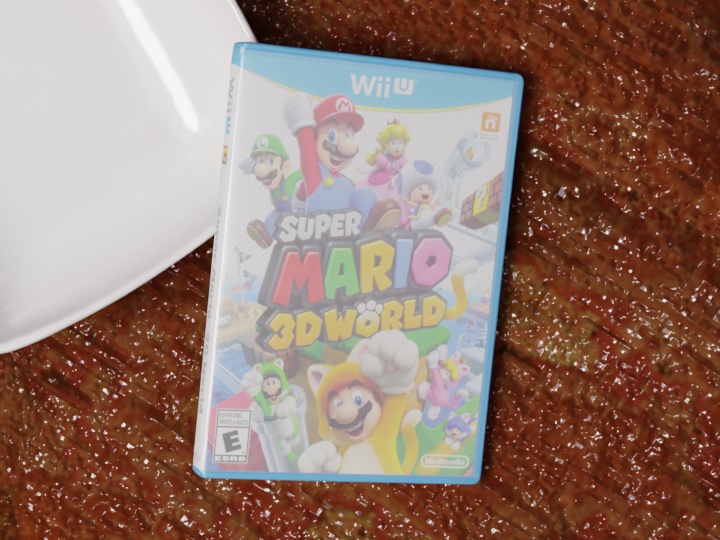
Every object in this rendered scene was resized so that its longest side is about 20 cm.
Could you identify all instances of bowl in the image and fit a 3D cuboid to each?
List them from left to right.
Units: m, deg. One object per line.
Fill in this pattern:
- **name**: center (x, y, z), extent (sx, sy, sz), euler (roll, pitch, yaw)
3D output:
- **bowl**: center (-0.153, -0.082, 0.834), extent (0.200, 0.075, 0.200), euler (-33, 99, -13)

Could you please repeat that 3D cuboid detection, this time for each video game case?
- **video game case**: center (0.000, 0.000, 0.843), extent (0.143, 0.018, 0.200), euler (4, 95, -21)
